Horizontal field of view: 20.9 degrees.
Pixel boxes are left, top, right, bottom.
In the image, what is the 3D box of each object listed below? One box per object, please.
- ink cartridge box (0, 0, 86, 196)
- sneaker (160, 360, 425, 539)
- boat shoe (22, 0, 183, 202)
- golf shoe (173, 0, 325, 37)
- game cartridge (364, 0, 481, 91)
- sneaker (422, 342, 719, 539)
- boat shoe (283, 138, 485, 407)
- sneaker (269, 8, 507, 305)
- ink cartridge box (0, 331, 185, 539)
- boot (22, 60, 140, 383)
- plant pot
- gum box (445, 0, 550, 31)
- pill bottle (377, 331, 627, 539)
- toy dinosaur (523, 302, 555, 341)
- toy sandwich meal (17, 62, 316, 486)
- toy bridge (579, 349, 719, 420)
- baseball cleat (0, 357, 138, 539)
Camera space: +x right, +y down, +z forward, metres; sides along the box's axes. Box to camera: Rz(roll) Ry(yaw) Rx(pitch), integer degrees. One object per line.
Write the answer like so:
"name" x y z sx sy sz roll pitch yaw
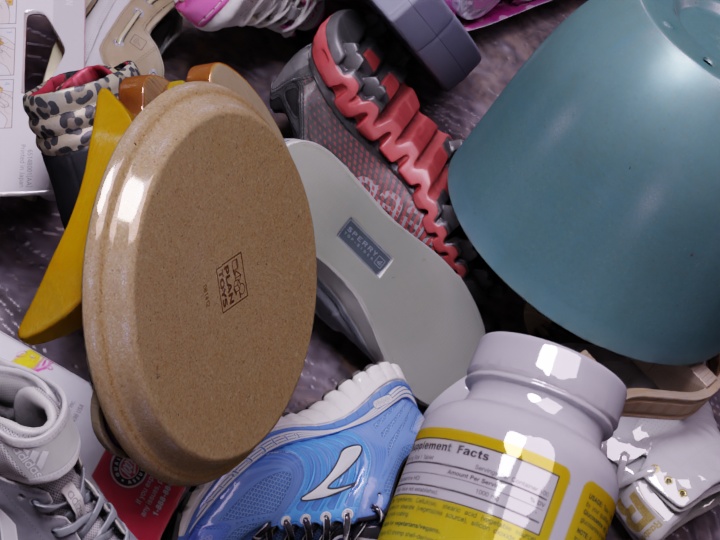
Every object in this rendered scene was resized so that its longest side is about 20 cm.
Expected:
"ink cartridge box" -0.240 -0.110 1.090 0.174 0.045 0.202 0 56 -7
"sneaker" -0.025 0.123 1.040 0.199 0.079 0.089 -28 70 -38
"boat shoe" -0.148 -0.116 1.151 0.068 0.075 0.201 18 50 -7
"golf shoe" -0.058 -0.182 1.216 0.091 0.075 0.200 42 23 -11
"game cartridge" 0.019 -0.177 1.221 0.040 0.200 0.134 -38 79 5
"sneaker" 0.139 0.107 1.138 0.198 0.074 0.116 -6 57 -31
"boat shoe" -0.001 0.000 1.135 0.070 0.071 0.201 -47 113 -16
"sneaker" 0.014 -0.058 1.198 0.201 0.097 0.071 55 34 -13
"ink cartridge box" -0.199 0.110 0.956 0.199 0.086 0.148 30 49 -4
"boot" -0.108 -0.038 1.034 0.204 0.073 0.155 -48 125 -70
"plant pot" 0.173 -0.074 1.128 0.199 0.162 0.201 21 34 -15
"gum box" 0.101 -0.245 1.361 0.199 0.066 0.114 -24 61 -39
"pill bottle" 0.067 0.140 1.009 0.112 0.112 0.202 25 73 -8
"toy dinosaur" 0.137 -0.001 1.239 0.200 0.058 0.101 47 34 0
"toy sandwich meal" -0.088 -0.001 0.916 0.070 0.207 0.206 3 41 29
"toy bridge" 0.180 0.053 1.147 0.067 0.027 0.200 46 36 10
"baseball cleat" -0.132 0.116 0.860 0.199 0.107 0.070 38 44 -2
